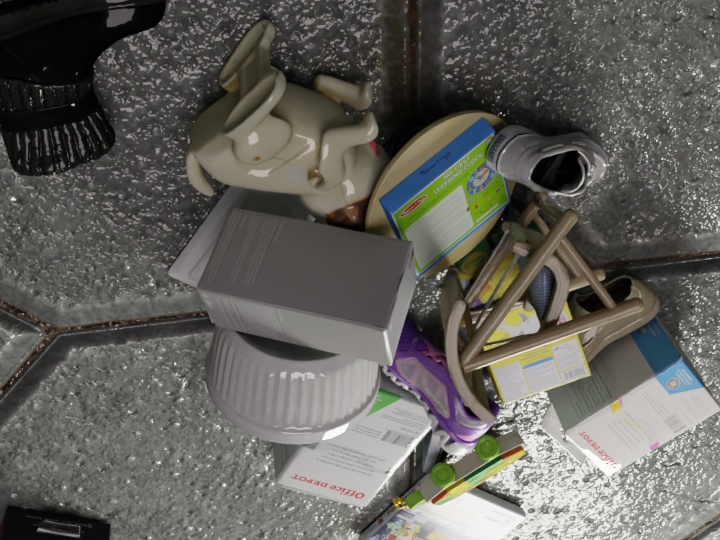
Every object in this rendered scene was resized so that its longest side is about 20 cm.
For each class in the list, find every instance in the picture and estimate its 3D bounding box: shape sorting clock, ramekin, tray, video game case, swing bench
[{"bbox_3d":[0.087,-0.078,0.922,0.200,0.039,0.200,-27,142,-23],"label":"shape sorting clock"},{"bbox_3d":[-0.072,0.084,0.977,0.199,0.201,0.105,0,128,-10],"label":"ramekin"},{"bbox_3d":[-0.123,-0.039,0.991,0.107,0.022,0.200,28,117,-26],"label":"tray"},{"bbox_3d":[0.128,0.399,1.364,0.200,0.023,0.182,29,116,-29],"label":"video game case"},{"bbox_3d":[0.164,0.032,0.934,0.200,0.199,0.130,-38,96,8],"label":"swing bench"}]

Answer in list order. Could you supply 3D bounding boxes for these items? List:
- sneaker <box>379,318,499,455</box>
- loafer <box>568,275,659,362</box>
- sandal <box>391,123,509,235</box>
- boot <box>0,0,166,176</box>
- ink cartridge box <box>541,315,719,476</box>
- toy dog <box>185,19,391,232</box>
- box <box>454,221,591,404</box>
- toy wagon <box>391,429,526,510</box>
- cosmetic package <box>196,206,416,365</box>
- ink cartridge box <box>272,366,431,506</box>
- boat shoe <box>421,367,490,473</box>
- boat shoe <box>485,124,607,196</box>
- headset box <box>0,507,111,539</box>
[{"bbox_3d":[0.098,0.127,1.071,0.200,0.080,0.088,52,136,1],"label":"sneaker"},{"bbox_3d":[0.282,0.069,1.119,0.200,0.076,0.068,-36,124,4],"label":"loafer"},{"bbox_3d":[0.093,-0.101,0.975,0.075,0.048,0.200,-40,136,13],"label":"sandal"},{"bbox_3d":[-0.256,-0.182,0.820,0.210,0.080,0.158,-10,121,11],"label":"boot"},{"bbox_3d":[0.340,0.163,1.161,0.200,0.125,0.129,-36,124,16],"label":"ink cartridge box"},{"bbox_3d":[-0.057,-0.112,0.876,0.200,0.140,0.194,29,111,-32],"label":"toy dog"},{"bbox_3d":[0.191,0.048,1.059,0.117,0.048,0.201,-19,101,6],"label":"box"},{"bbox_3d":[0.137,0.283,1.211,0.200,0.040,0.155,-33,158,4],"label":"toy wagon"},{"bbox_3d":[-0.050,0.015,0.881,0.199,0.107,0.090,15,151,12],"label":"cosmetic package"},{"bbox_3d":[-0.009,0.206,1.154,0.146,0.084,0.200,22,119,-25],"label":"ink cartridge box"},{"bbox_3d":[0.131,0.198,1.182,0.068,0.074,0.200,13,115,-2],"label":"boat shoe"},{"bbox_3d":[0.214,-0.106,0.931,0.199,0.065,0.074,-5,127,-43],"label":"boat shoe"},{"bbox_3d":[-0.449,0.424,1.239,0.148,0.077,0.200,16,121,-21],"label":"headset box"}]
